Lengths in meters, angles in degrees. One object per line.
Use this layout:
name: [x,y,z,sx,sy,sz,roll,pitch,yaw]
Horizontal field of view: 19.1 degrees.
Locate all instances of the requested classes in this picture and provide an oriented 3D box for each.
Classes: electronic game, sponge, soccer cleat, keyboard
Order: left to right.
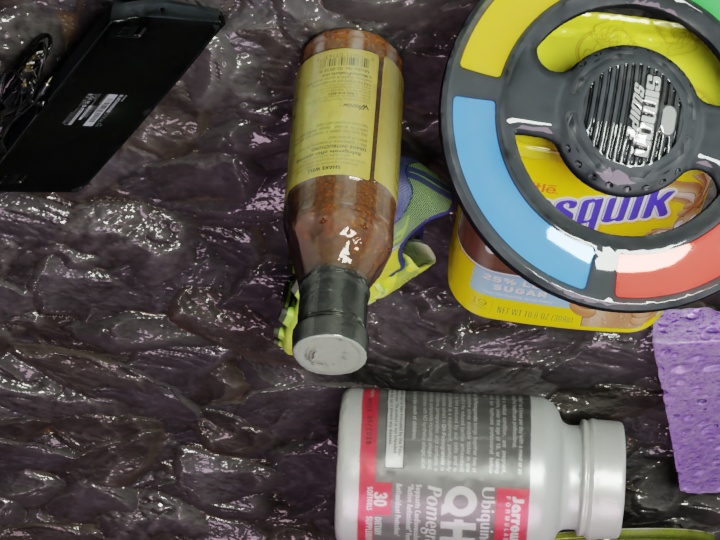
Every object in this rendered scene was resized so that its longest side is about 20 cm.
keyboard: [-0.167,-0.109,1.247,0.103,0.040,0.200,-1,152,-37]
soccer cleat: [0.000,0.001,1.343,0.083,0.065,0.201,16,142,-10]
electronic game: [0.139,-0.078,1.115,0.198,0.202,0.042,7,170,-4]
sponge: [0.266,0.091,1.477,0.110,0.030,0.201,-5,144,11]

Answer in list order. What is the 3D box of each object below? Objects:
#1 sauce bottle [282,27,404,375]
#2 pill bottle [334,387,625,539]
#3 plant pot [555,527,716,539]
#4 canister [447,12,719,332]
sauce bottle: [-0.012,-0.039,1.172,0.065,0.201,0.066,4,145,3]
pill bottle: [0.082,0.141,1.495,0.198,0.112,0.111,2,145,2]
plant pot: [0.175,0.302,1.591,0.198,0.195,0.201,-4,165,-1]
canister: [0.130,-0.051,1.242,0.147,0.087,0.201,6,146,-2]
